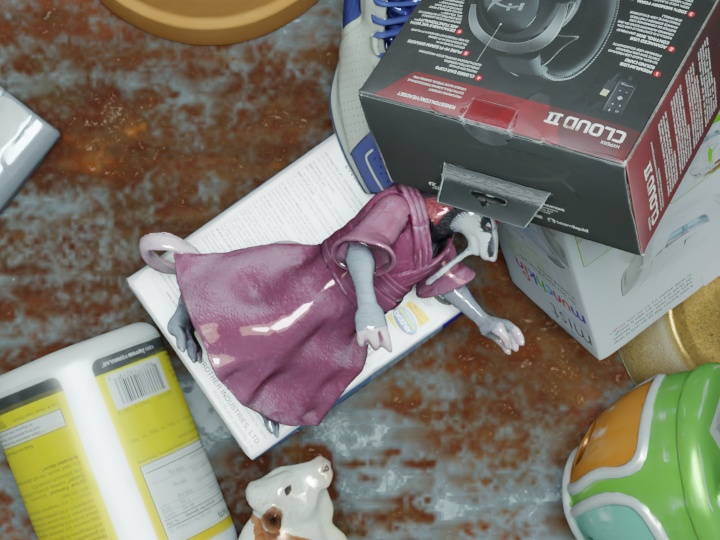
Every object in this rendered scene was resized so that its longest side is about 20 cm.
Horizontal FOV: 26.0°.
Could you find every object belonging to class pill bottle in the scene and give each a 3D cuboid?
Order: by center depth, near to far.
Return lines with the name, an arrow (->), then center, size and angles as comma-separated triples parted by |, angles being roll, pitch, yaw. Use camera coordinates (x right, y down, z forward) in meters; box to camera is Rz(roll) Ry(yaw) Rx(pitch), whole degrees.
pill bottle -> -0.140, 0.141, 0.935 | 0.112, 0.112, 0.201 | -21, 89, -4

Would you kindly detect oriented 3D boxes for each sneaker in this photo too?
sneaker -> 0.023, -0.141, 0.883 | 0.080, 0.115, 0.200 | -4, 89, -6

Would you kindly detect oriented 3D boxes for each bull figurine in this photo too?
bull figurine -> -0.030, 0.212, 0.898 | 0.121, 0.065, 0.201 | 19, 75, -8

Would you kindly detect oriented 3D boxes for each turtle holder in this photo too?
turtle holder -> 0.208, 0.142, 0.951 | 0.131, 0.185, 0.141 | -18, 54, 34

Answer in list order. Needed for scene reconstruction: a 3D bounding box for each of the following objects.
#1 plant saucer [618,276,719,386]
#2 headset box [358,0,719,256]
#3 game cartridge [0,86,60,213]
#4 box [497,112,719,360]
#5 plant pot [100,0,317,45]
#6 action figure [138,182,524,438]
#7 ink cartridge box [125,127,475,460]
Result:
plant saucer -> 0.262, 0.019, 0.999 | 0.199, 0.035, 0.201 | 0, 88, -3
headset box -> 0.105, -0.107, 0.792 | 0.148, 0.077, 0.200 | 17, 63, 28
game cartridge -> -0.306, -0.096, 0.975 | 0.200, 0.042, 0.133 | 38, 82, -1
box -> 0.174, -0.077, 0.910 | 0.200, 0.177, 0.097 | -37, 50, -10
plant pot -> -0.095, -0.246, 0.940 | 0.199, 0.140, 0.201 | 0, 88, -2
action figure -> 0.000, 0.000, 0.874 | 0.200, 0.134, 0.149 | -38, 63, 13
ink cartridge box -> -0.023, 0.006, 0.964 | 0.200, 0.076, 0.137 | -35, 89, -2
